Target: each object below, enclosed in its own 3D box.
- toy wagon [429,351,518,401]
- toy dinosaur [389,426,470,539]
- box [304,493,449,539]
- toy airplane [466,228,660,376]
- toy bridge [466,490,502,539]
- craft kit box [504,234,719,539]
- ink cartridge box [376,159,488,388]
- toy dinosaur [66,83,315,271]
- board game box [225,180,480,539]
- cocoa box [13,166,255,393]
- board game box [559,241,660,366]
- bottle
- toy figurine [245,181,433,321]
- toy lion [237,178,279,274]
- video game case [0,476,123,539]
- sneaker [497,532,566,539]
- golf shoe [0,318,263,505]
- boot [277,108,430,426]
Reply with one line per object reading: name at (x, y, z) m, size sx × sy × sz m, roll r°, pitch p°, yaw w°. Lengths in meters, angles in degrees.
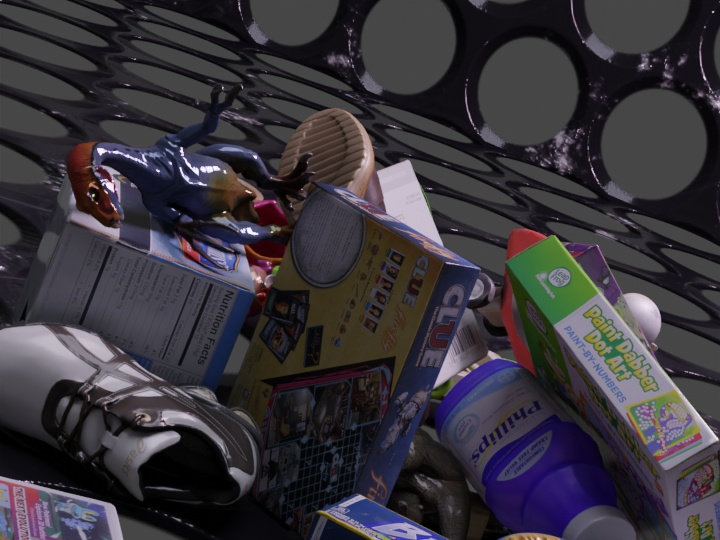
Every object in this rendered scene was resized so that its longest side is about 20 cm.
toy wagon at (0.085, 0.084, 1.636) m, size 0.199 × 0.040 × 0.155 m, roll 16°, pitch 13°, yaw -25°
toy dinosaur at (0.026, 0.129, 1.251) m, size 0.200 × 0.077 × 0.102 m, roll 24°, pitch 19°, yaw 28°
box at (0.059, 0.198, 1.014) m, size 0.200 × 0.070 × 0.064 m, roll 25°, pitch 10°, yaw 17°
toy airplane at (0.172, 0.070, 1.457) m, size 0.200 × 0.141 × 0.200 m, roll 62°, pitch 14°, yaw -12°
toy bridge at (0.150, 0.187, 1.314) m, size 0.199 × 0.027 × 0.067 m, roll 18°, pitch 12°, yaw -14°
craft kit box at (0.176, 0.106, 1.239) m, size 0.200 × 0.048 × 0.198 m, roll 55°, pitch -12°, yaw 40°
ink cartridge box at (0.011, 0.018, 1.449) m, size 0.043 × 0.174 × 0.200 m, roll -23°, pitch 1°, yaw 32°
toy dinosaur at (-0.117, -0.044, 1.217) m, size 0.181 × 0.105 × 0.200 m, roll 10°, pitch -17°, yaw -25°
board game box at (-0.015, 0.062, 1.175) m, size 0.035 × 0.201 × 0.135 m, roll 10°, pitch 17°, yaw -45°
cocoa box at (-0.158, 0.023, 1.263) m, size 0.131 × 0.134 × 0.200 m, roll 20°, pitch 12°, yaw -12°
board game box at (0.188, 0.073, 1.311) m, size 0.200 × 0.032 × 0.120 m, roll 62°, pitch -10°, yaw -5°
bottle at (0.118, 0.134, 1.241) m, size 0.065 × 0.084 × 0.200 m, roll 47°, pitch 3°, yaw -31°
toy figurine at (-0.056, 0.009, 1.564) m, size 0.184 × 0.200 × 0.150 m, roll 1°, pitch -42°, yaw 26°
toy lion at (-0.082, -0.013, 1.752) m, size 0.191 × 0.069 × 0.200 m, roll 31°, pitch 14°, yaw 12°
video game case at (-0.202, 0.144, 0.933) m, size 0.182 × 0.023 × 0.200 m, roll 17°, pitch 12°, yaw -17°
sneaker at (0.156, 0.215, 1.136) m, size 0.200 × 0.075 × 0.088 m, roll 26°, pitch 0°, yaw -9°
golf shoe at (-0.153, 0.088, 1.128) m, size 0.199 × 0.078 × 0.095 m, roll 18°, pitch 13°, yaw -9°
boot at (0.000, 0.000, 1.351) m, size 0.167 × 0.072 × 0.200 m, roll 64°, pitch 15°, yaw -48°
